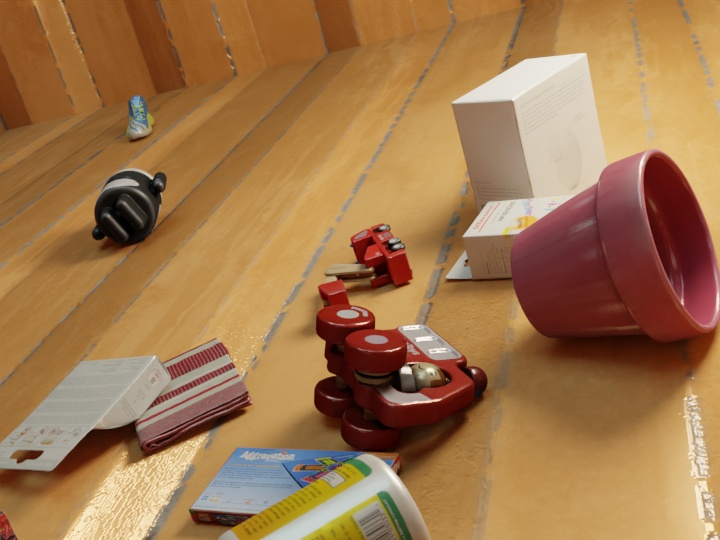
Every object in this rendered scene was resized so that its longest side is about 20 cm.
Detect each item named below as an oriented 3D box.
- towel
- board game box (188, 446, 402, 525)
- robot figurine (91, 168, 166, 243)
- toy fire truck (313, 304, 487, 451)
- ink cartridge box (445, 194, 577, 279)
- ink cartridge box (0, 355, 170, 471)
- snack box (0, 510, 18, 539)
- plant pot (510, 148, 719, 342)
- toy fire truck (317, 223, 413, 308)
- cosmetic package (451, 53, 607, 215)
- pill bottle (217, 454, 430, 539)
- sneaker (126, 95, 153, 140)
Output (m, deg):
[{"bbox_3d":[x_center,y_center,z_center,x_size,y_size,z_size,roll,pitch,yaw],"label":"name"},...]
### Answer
[{"bbox_3d":[-0.223,0.155,1.193,0.143,0.023,0.200,-24,22,-11],"label":"towel"},{"bbox_3d":[-0.066,0.219,0.940,0.198,0.020,0.103,-4,28,29],"label":"board game box"},{"bbox_3d":[-0.460,-0.127,1.865,0.148,0.126,0.200,0,22,-6],"label":"robot figurine"},{"bbox_3d":[0.045,0.108,1.020,0.166,0.114,0.200,-5,19,-23],"label":"toy fire truck"},{"bbox_3d":[0.216,-0.045,1.275,0.198,0.069,0.115,-3,26,30],"label":"ink cartridge box"},{"bbox_3d":[-0.352,0.188,1.165,0.161,0.057,0.201,-8,36,37],"label":"ink cartridge box"},{"bbox_3d":[-0.481,0.299,1.003,0.198,0.053,0.142,4,32,40],"label":"snack box"},{"bbox_3d":[0.272,-0.009,1.025,0.178,0.201,0.200,-20,17,37],"label":"plant pot"},{"bbox_3d":[0.000,0.000,1.348,0.140,0.049,0.200,-20,23,-5],"label":"toy fire truck"},{"bbox_3d":[0.261,-0.198,1.418,0.122,0.202,0.199,9,33,46],"label":"cosmetic package"},{"bbox_3d":[-0.050,0.243,0.755,0.199,0.114,0.113,-26,25,-21],"label":"pill bottle"},{"bbox_3d":[-0.662,-0.454,2.759,0.075,0.106,0.200,-17,22,-1],"label":"sneaker"}]
